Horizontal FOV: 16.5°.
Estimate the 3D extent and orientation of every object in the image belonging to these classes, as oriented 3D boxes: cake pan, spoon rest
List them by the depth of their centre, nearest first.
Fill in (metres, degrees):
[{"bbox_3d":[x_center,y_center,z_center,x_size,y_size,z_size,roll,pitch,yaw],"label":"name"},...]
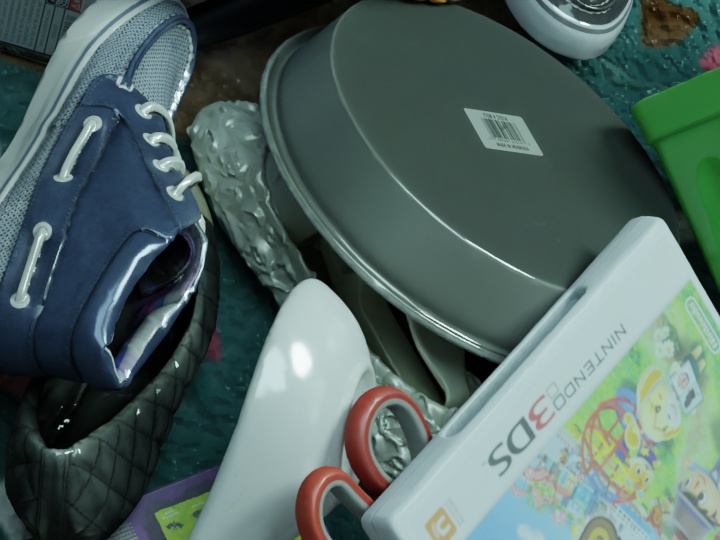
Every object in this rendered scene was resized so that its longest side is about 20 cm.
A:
[{"bbox_3d":[-0.038,0.100,0.925,0.060,0.099,0.201,8,72,12],"label":"spoon rest"},{"bbox_3d":[0.052,-0.042,1.032,0.199,0.037,0.201,25,35,-19],"label":"cake pan"}]

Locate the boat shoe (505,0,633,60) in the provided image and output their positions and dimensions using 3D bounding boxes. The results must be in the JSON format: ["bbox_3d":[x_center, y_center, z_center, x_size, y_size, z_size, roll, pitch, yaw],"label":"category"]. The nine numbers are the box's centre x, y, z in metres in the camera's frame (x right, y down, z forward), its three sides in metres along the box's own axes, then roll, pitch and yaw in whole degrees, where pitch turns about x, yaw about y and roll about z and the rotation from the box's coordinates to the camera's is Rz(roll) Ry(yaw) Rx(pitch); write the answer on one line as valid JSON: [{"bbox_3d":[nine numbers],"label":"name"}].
[{"bbox_3d":[0.111,-0.185,1.141,0.070,0.066,0.201,23,49,-9],"label":"boat shoe"}]

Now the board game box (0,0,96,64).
[{"bbox_3d":[-0.181,-0.187,1.021,0.199,0.160,0.097,16,58,-7],"label":"board game box"}]

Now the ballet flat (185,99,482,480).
[{"bbox_3d":[0.000,0.000,1.026,0.071,0.072,0.201,-22,71,-25],"label":"ballet flat"}]

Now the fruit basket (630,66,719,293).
[{"bbox_3d":[0.232,-0.096,1.066,0.215,0.155,0.217,10,72,-33],"label":"fruit basket"}]

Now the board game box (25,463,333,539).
[{"bbox_3d":[-0.092,0.153,0.941,0.199,0.032,0.120,-20,66,-24],"label":"board game box"}]

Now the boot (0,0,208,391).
[{"bbox_3d":[-0.089,-0.032,0.968,0.090,0.073,0.201,11,52,23],"label":"boot"}]

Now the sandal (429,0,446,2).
[{"bbox_3d":[0.011,-0.157,1.019,0.206,0.059,0.080,-6,77,-48],"label":"sandal"}]

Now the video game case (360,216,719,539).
[{"bbox_3d":[0.108,0.113,0.964,0.182,0.022,0.201,-45,114,-30],"label":"video game case"}]

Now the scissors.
[{"bbox_3d":[0.046,0.116,0.950,0.200,0.014,0.074,42,58,-37],"label":"scissors"}]

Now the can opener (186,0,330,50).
[{"bbox_3d":[-0.019,-0.145,1.109,0.200,0.078,0.064,-35,118,-30],"label":"can opener"}]

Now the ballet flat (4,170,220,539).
[{"bbox_3d":[-0.092,0.024,0.982,0.066,0.057,0.201,12,46,-2],"label":"ballet flat"}]
